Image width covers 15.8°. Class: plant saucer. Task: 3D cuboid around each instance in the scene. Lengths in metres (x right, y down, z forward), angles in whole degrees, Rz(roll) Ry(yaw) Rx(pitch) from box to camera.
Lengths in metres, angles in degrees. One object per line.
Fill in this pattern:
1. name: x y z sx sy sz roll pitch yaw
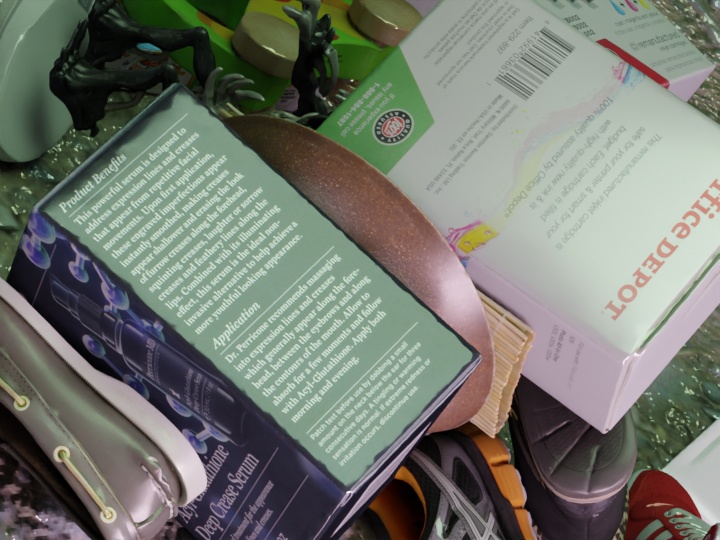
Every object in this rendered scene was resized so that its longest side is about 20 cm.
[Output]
1. plant saucer: -0.023 0.013 1.307 0.200 0.200 0.037 42 59 6

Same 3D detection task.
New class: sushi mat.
1. sushi mat: 0.000 0.000 1.311 0.200 0.096 0.012 37 58 14

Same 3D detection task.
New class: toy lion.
1. toy lion: -0.073 -0.169 1.551 0.192 0.069 0.200 40 29 17

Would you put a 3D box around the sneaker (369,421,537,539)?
1. sneaker: 0.059 0.165 1.318 0.077 0.078 0.200 -3 45 -29

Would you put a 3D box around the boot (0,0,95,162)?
1. boot: -0.196 -0.146 1.456 0.074 0.095 0.200 59 42 -47

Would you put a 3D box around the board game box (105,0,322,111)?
1. board game box: -0.123 -0.163 1.579 0.200 0.034 0.135 5 45 -41

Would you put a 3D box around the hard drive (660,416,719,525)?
1. hard drive: 0.271 0.174 1.551 0.200 0.025 0.132 44 33 10

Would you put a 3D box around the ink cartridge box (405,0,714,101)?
1. ink cartridge box: 0.089 -0.138 1.653 0.200 0.145 0.145 46 33 15

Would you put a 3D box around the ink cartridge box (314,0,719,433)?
1. ink cartridge box: 0.093 -0.037 1.314 0.200 0.088 0.145 35 64 17

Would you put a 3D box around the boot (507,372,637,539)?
1. boot: 0.107 0.059 1.399 0.073 0.151 0.200 -11 60 -2

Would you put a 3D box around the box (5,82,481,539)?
1. box: -0.065 0.037 1.248 0.200 0.148 0.107 42 59 7

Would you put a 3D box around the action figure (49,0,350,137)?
1. action figure: -0.061 -0.093 1.384 0.200 0.102 0.119 22 42 5

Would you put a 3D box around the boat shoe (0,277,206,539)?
1. boat shoe: -0.165 0.057 1.225 0.202 0.072 0.060 37 63 16

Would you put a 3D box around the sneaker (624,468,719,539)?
1. sneaker: 0.188 0.157 1.407 0.071 0.113 0.200 28 34 -17
